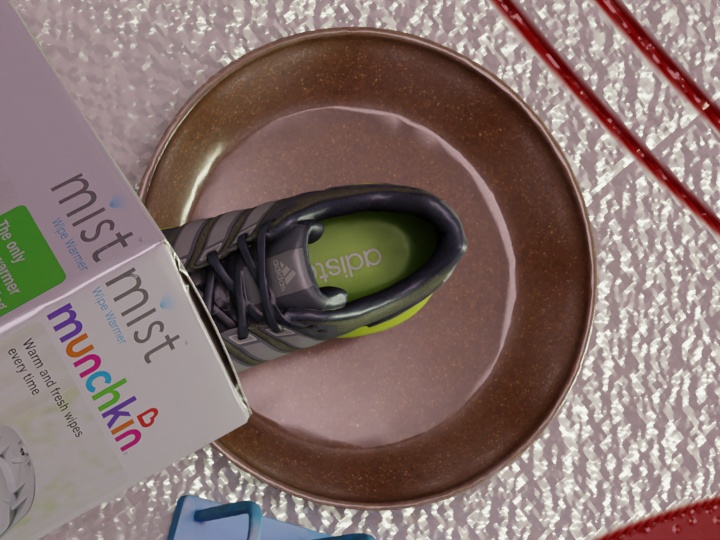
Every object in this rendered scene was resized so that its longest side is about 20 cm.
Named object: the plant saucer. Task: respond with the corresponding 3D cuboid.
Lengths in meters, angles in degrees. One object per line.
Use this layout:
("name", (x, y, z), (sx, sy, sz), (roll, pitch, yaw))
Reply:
("plant saucer", (0.000, 0.000, 0.865), (0.200, 0.037, 0.201), (3, 81, -16))

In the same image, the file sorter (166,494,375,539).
("file sorter", (0.018, 0.176, 0.798), (0.200, 0.123, 0.139), (18, 76, -13))

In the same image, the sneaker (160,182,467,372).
("sneaker", (-0.049, 0.005, 0.788), (0.200, 0.081, 0.074), (-21, 87, -19))

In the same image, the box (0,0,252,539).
("box", (-0.161, 0.007, 0.715), (0.176, 0.200, 0.097), (-29, 135, -7))
